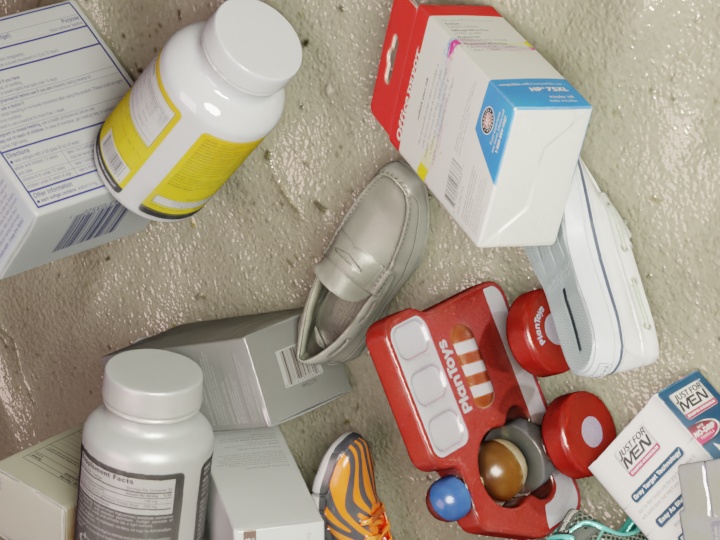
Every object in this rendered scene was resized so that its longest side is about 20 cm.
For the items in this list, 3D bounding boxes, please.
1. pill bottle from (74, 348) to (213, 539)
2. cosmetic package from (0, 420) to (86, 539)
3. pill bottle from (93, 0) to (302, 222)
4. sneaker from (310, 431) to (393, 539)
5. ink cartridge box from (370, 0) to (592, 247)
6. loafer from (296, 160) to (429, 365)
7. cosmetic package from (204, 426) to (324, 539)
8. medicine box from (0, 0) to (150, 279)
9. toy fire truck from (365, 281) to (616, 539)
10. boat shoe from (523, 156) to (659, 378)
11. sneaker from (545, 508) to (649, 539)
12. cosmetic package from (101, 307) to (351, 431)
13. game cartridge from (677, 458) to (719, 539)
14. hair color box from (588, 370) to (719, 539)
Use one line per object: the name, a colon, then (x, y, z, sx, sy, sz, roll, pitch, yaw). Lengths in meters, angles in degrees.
pill bottle: (-0.180, 0.172, 1.681, 0.111, 0.111, 0.201, 25, 118, 34)
cosmetic package: (-0.226, 0.188, 1.818, 0.105, 0.200, 0.071, 24, 122, 35)
pill bottle: (-0.131, -0.134, 1.663, 0.112, 0.112, 0.200, 57, 135, 10)
sneaker: (0.021, 0.235, 1.705, 0.112, 0.078, 0.201, 15, 122, 30)
ink cartridge box: (0.082, -0.117, 1.471, 0.200, 0.067, 0.116, -125, 40, -48)
loafer: (0.000, 0.000, 1.622, 0.070, 0.070, 0.200, 39, 129, 25)
cosmetic package: (-0.090, 0.218, 1.720, 0.200, 0.081, 0.113, -124, 32, -61)
medicine box: (-0.286, -0.119, 1.764, 0.200, 0.182, 0.103, 53, 134, 14)
toy fire truck: (0.091, 0.111, 1.511, 0.112, 0.168, 0.201, -16, 95, 46)
boat shoe: (0.164, -0.016, 1.466, 0.074, 0.067, 0.201, -40, 56, 57)
sneaker: (0.153, 0.225, 1.498, 0.078, 0.199, 0.092, -22, 77, 64)
cosmetic package: (-0.119, 0.089, 1.746, 0.200, 0.107, 0.090, -12, 97, 47)
game cartridge: (0.288, 0.222, 1.362, 0.129, 0.038, 0.201, -12, 76, 26)
hair color box: (0.268, 0.181, 1.449, 0.200, 0.060, 0.100, 50, 133, 16)
